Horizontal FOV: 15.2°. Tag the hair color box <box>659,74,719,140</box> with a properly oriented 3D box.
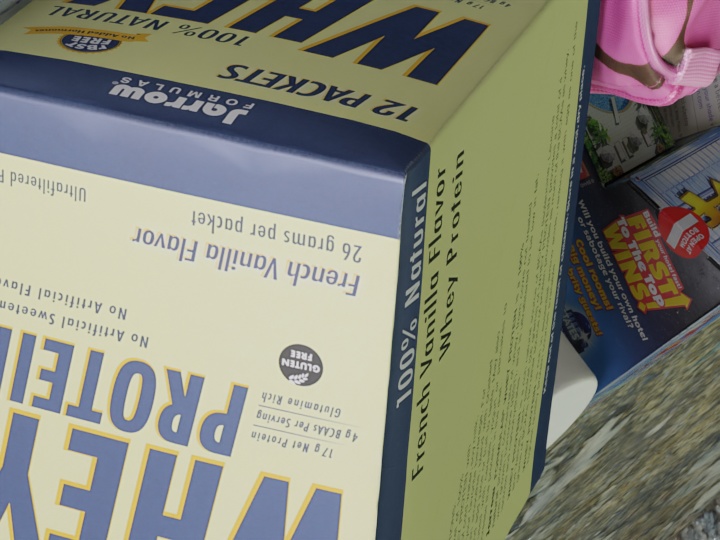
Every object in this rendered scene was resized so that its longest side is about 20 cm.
[{"bbox_3d":[0.208,-0.099,1.134,0.065,0.110,0.200,21,142,-39],"label":"hair color box"}]

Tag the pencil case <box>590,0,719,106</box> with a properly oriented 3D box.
[{"bbox_3d":[0.030,-0.097,0.904,0.199,0.094,0.091,1,173,29],"label":"pencil case"}]

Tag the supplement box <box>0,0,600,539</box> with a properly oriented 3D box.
[{"bbox_3d":[-0.024,0.009,0.805,0.200,0.133,0.201,-52,150,-58],"label":"supplement box"}]

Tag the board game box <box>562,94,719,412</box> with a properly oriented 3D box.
[{"bbox_3d":[0.093,-0.033,1.126,0.062,0.201,0.199,-29,-174,-34],"label":"board game box"}]

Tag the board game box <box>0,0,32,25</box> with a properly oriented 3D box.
[{"bbox_3d":[-0.168,-0.046,0.773,0.200,0.043,0.199,-38,-174,-7],"label":"board game box"}]

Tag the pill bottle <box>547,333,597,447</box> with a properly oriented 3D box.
[{"bbox_3d":[0.000,0.000,1.116,0.113,0.200,0.113,-36,165,-11],"label":"pill bottle"}]
